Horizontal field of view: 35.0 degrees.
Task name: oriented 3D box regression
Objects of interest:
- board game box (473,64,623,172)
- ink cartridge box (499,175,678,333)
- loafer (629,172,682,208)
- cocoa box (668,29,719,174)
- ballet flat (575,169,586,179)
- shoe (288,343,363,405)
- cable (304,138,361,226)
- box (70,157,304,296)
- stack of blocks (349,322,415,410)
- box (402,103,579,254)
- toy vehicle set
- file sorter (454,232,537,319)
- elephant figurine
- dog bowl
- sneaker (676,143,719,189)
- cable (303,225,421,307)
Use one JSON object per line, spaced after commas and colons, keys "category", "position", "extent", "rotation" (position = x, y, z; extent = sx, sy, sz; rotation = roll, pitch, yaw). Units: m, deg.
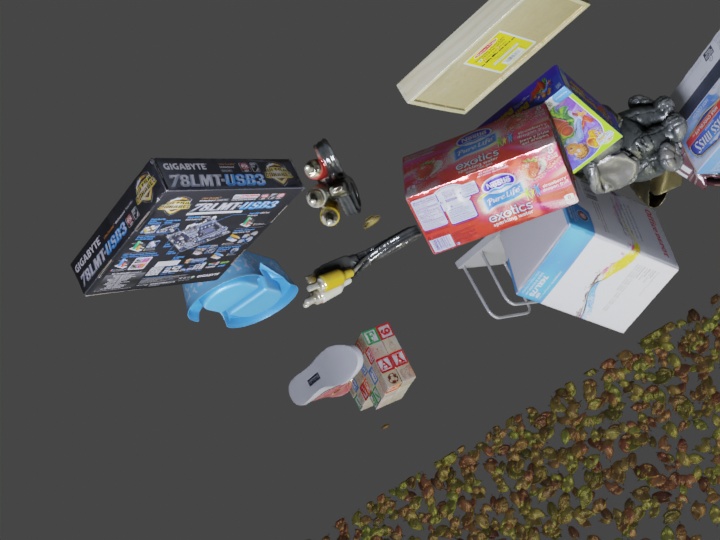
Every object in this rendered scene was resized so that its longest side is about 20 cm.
{"category": "board game box", "position": [0.223, -0.162, 1.500], "extent": [0.134, 0.045, 0.200], "rotation": [29, 125, -37]}
{"category": "ink cartridge box", "position": [0.338, -0.030, 1.701], "extent": [0.199, 0.147, 0.146], "rotation": [19, 126, -20]}
{"category": "loafer", "position": [0.517, -0.171, 1.933], "extent": [0.076, 0.068, 0.200], "rotation": [-24, 161, -11]}
{"category": "cocoa box", "position": [0.552, -0.248, 1.625], "extent": [0.132, 0.132, 0.200], "rotation": [-5, 149, -23]}
{"category": "ballet flat", "position": [0.327, -0.141, 1.753], "extent": [0.199, 0.072, 0.072], "rotation": [-16, 158, -30]}
{"category": "shoe", "position": [-0.041, 0.183, 2.080], "extent": [0.091, 0.072, 0.200], "rotation": [-10, 159, -46]}
{"category": "cable", "position": [-0.037, -0.103, 1.358], "extent": [0.050, 0.098, 0.200], "rotation": [-18, -178, 4]}
{"category": "box", "position": [-0.193, -0.051, 1.281], "extent": [0.199, 0.050, 0.199], "rotation": [-7, 151, -46]}
{"category": "stack of blocks", "position": [0.030, 0.194, 2.130], "extent": [0.058, 0.116, 0.200], "rotation": [-20, 160, -21]}
{"category": "box", "position": [0.161, -0.114, 1.429], "extent": [0.199, 0.096, 0.100], "rotation": [-20, 127, 15]}
{"category": "toy vehicle set", "position": [0.148, -0.251, 1.272], "extent": [0.200, 0.027, 0.124], "rotation": [-39, 158, 29]}
{"category": "file sorter", "position": [0.290, -0.021, 1.919], "extent": [0.138, 0.125, 0.200], "rotation": [-5, 151, -48]}
{"category": "elephant figurine", "position": [0.346, -0.184, 1.613], "extent": [0.198, 0.157, 0.141], "rotation": [-8, -162, -23]}
{"category": "dog bowl", "position": [-0.163, 0.022, 1.515], "extent": [0.111, 0.050, 0.200], "rotation": [-34, 160, 16]}
{"category": "sneaker", "position": [0.580, -0.200, 1.811], "extent": [0.200, 0.115, 0.076], "rotation": [-44, 162, -13]}
{"category": "cable", "position": [0.000, 0.000, 1.659], "extent": [0.199, 0.051, 0.097], "rotation": [-22, 166, -16]}
